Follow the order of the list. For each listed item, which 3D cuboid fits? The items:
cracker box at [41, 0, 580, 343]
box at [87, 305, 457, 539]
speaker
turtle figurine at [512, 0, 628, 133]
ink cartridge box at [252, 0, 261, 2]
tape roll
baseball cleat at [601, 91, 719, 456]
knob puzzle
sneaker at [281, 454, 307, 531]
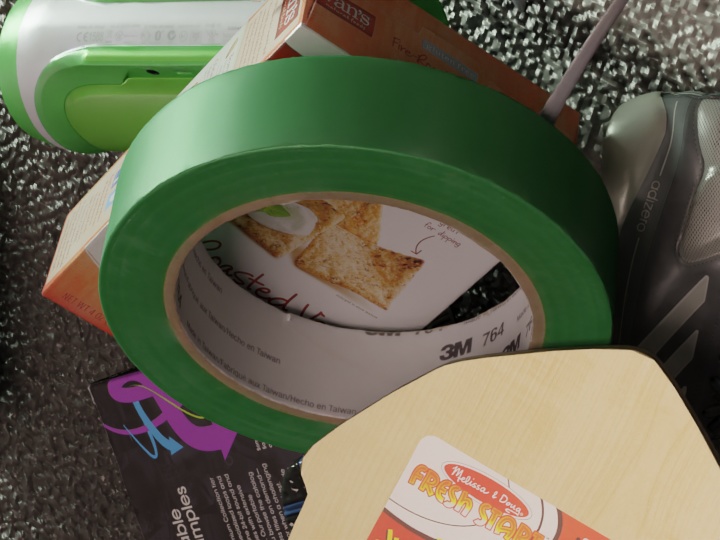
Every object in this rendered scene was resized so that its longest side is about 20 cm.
[{"bbox_3d":[-0.022,-0.026,1.150,0.134,0.058,0.200,31,130,-18],"label":"cracker box"},{"bbox_3d":[-0.025,0.094,1.290,0.200,0.036,0.143,-16,94,35],"label":"box"},{"bbox_3d":[-0.062,-0.092,1.226,0.200,0.088,0.088,3,106,33],"label":"speaker"},{"bbox_3d":[0.095,-0.162,1.045,0.200,0.144,0.194,-8,119,30],"label":"turtle figurine"},{"bbox_3d":[-0.046,-0.216,1.062,0.117,0.067,0.200,-23,104,43],"label":"ink cartridge box"},{"bbox_3d":[0.000,0.000,1.082,0.200,0.048,0.200,5,141,4],"label":"tape roll"},{"bbox_3d":[0.146,0.027,1.131,0.106,0.070,0.200,0,105,38],"label":"baseball cleat"},{"bbox_3d":[0.067,0.117,1.085,0.220,0.030,0.220,2,97,14],"label":"knob puzzle"},{"bbox_3d":[0.066,0.103,1.159,0.200,0.077,0.076,19,123,30],"label":"sneaker"}]
